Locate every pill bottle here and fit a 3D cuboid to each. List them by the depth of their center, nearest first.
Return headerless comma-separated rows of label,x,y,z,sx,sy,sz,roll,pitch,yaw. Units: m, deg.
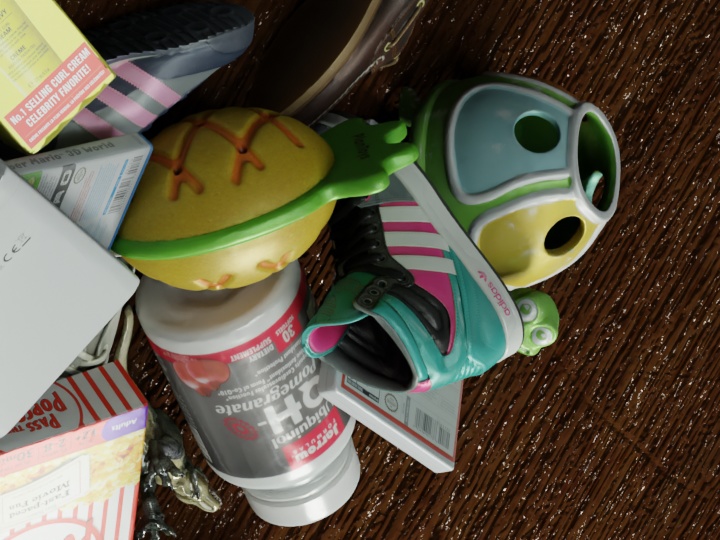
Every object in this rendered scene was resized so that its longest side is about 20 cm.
pill bottle,-0.066,0.074,1.785,0.111,0.111,0.200,-37,132,-17

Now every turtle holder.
turtle holder,0.095,-0.049,1.791,0.141,0.131,0.186,61,35,-30

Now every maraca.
maraca,-0.063,-0.051,1.662,0.199,0.137,0.107,-18,116,-1

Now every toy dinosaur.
toy dinosaur,-0.133,0.119,1.766,0.047,0.088,0.200,-11,140,5

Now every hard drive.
hard drive,-0.211,0.018,1.544,0.132,0.027,0.200,-48,155,-2

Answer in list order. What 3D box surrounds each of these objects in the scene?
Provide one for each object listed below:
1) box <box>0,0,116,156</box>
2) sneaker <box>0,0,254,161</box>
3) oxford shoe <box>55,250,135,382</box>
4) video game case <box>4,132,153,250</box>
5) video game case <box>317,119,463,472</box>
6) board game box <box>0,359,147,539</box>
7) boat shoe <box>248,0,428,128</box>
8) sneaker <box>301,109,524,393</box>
box,-0.229,-0.161,1.521,0.075,0.050,0.200,-43,118,-11
sneaker,-0.151,-0.101,1.645,0.199,0.070,0.082,-23,122,-18
oxford shoe,-0.188,0.056,1.714,0.075,0.058,0.201,-3,117,-40
video game case,-0.216,-0.005,1.558,0.200,0.018,0.143,-17,142,-49
video game case,0.029,0.018,1.817,0.143,0.017,0.201,36,52,-45
board game box,-0.218,0.161,1.719,0.151,0.046,0.200,-18,140,-27
boat shoe,0.009,-0.164,1.738,0.200,0.070,0.070,-53,131,-2
sneaker,0.000,0.000,1.715,0.121,0.200,0.084,-33,169,-34
